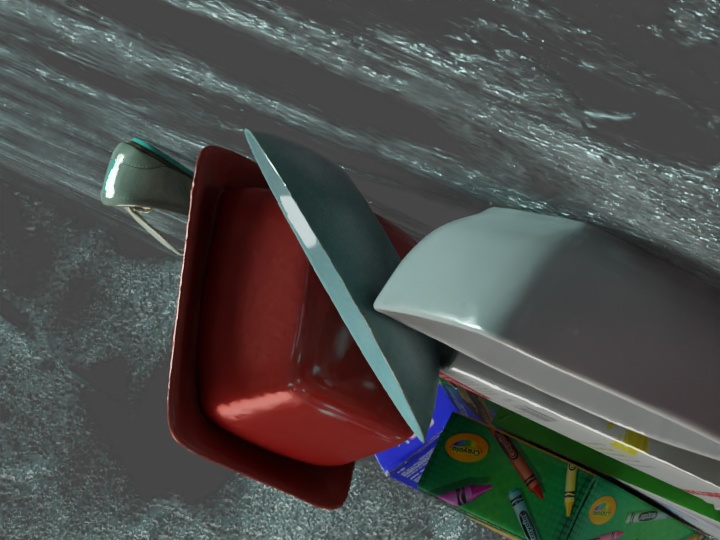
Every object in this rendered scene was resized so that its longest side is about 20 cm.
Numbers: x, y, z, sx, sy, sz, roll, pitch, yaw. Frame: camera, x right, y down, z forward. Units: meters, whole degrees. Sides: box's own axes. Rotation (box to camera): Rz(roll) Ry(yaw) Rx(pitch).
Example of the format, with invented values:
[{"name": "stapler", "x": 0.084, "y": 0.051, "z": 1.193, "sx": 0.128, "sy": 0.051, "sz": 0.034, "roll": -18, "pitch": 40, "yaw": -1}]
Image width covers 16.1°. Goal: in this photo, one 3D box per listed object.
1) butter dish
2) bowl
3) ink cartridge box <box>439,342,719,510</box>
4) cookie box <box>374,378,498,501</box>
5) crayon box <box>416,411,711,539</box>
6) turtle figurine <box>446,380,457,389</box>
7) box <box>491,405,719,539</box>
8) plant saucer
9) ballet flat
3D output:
[{"name": "butter dish", "x": -0.012, "y": 0.033, "z": 1.615, "sx": 0.147, "sy": 0.202, "sz": 0.199, "roll": -8, "pitch": 157, "yaw": 34}, {"name": "bowl", "x": 0.125, "y": 0.031, "z": 1.281, "sx": 0.199, "sy": 0.075, "sz": 0.200, "roll": 27, "pitch": 176, "yaw": -19}, {"name": "ink cartridge box", "x": 0.147, "y": 0.061, "z": 1.471, "sx": 0.199, "sy": 0.084, "sz": 0.145, "roll": 25, "pitch": 175, "yaw": -4}, {"name": "cookie box", "x": 0.046, "y": 0.082, "z": 1.888, "sx": 0.172, "sy": 0.075, "sz": 0.200, "roll": 60, "pitch": -168, "yaw": 25}, {"name": "crayon box", "x": 0.139, "y": 0.162, "z": 1.664, "sx": 0.118, "sy": 0.059, "sz": 0.200, "roll": 22, "pitch": 174, "yaw": 36}, {"name": "turtle figurine", "x": 0.116, "y": 0.079, "z": 1.773, "sx": 0.150, "sy": 0.100, "sz": 0.200, "roll": 52, "pitch": -171, "yaw": -6}, {"name": "box", "x": 0.216, "y": 0.111, "z": 1.652, "sx": 0.199, "sy": 0.097, "sz": 0.176, "roll": 22, "pitch": 174, "yaw": 30}, {"name": "plant saucer", "x": 0.000, "y": 0.000, "z": 1.426, "sx": 0.202, "sy": 0.039, "sz": 0.201, "roll": 60, "pitch": 176, "yaw": 7}, {"name": "ballet flat", "x": -0.107, "y": -0.033, "z": 1.907, "sx": 0.199, "sy": 0.064, "sz": 0.067, "roll": 26, "pitch": 176, "yaw": -27}]
